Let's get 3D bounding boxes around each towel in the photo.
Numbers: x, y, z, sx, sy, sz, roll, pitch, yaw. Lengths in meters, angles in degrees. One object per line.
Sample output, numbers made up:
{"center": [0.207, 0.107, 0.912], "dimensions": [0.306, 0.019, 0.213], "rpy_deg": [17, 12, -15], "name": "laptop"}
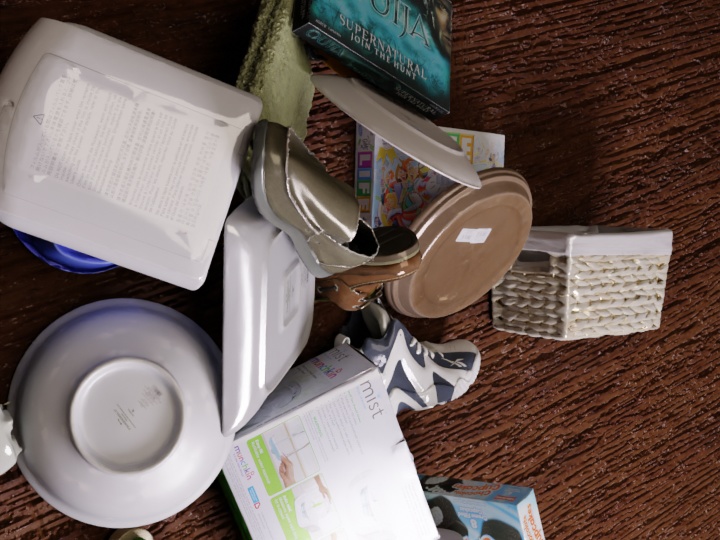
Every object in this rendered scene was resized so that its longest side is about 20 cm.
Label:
{"center": [-0.083, -0.150, 1.094], "dimensions": [0.149, 0.036, 0.202], "rpy_deg": [78, 20, -55], "name": "towel"}

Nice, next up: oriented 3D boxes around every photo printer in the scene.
{"center": [-0.194, -0.094, 0.927], "dimensions": [0.198, 0.069, 0.168], "rpy_deg": [19, 85, -18], "name": "photo printer"}

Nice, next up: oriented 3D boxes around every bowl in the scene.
{"center": [-0.198, 0.122, 0.998], "dimensions": [0.199, 0.090, 0.204], "rpy_deg": [1, 86, -13], "name": "bowl"}

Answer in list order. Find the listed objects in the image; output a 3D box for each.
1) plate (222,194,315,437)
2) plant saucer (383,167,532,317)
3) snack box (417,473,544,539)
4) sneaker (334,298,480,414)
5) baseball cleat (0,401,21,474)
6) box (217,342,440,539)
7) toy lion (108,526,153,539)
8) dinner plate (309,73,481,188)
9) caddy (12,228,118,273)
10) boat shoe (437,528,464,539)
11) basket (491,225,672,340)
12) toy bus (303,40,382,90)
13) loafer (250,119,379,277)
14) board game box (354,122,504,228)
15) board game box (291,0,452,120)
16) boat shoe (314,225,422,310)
{"center": [-0.075, 0.019, 1.058], "dimensions": [0.200, 0.032, 0.202], "rpy_deg": [-54, 149, -65], "name": "plate"}
{"center": [0.112, -0.022, 1.271], "dimensions": [0.199, 0.029, 0.201], "rpy_deg": [-28, 145, -22], "name": "plant saucer"}
{"center": [0.103, 0.278, 1.240], "dimensions": [0.037, 0.199, 0.117], "rpy_deg": [-30, 111, -45], "name": "snack box"}
{"center": [0.047, 0.079, 1.260], "dimensions": [0.198, 0.079, 0.131], "rpy_deg": [-18, 113, -28], "name": "sneaker"}
{"center": [-0.345, 0.085, 0.938], "dimensions": [0.106, 0.070, 0.202], "rpy_deg": [-26, 103, -25], "name": "baseball cleat"}
{"center": [-0.040, 0.203, 1.149], "dimensions": [0.175, 0.097, 0.202], "rpy_deg": [-26, 110, -15], "name": "box"}
{"center": [-0.204, 0.349, 1.082], "dimensions": [0.200, 0.068, 0.193], "rpy_deg": [-41, 125, -31], "name": "toy lion"}
{"center": [0.040, -0.143, 1.154], "dimensions": [0.199, 0.200, 0.024], "rpy_deg": [21, 110, -39], "name": "dinner plate"}
{"center": [-0.206, -0.078, 1.019], "dimensions": [0.198, 0.105, 0.143], "rpy_deg": [-20, 98, -20], "name": "caddy"}
{"center": [0.028, 0.341, 1.222], "dimensions": [0.198, 0.075, 0.093], "rpy_deg": [-21, 118, 7], "name": "boat shoe"}
{"center": [0.261, 0.011, 1.405], "dimensions": [0.199, 0.135, 0.125], "rpy_deg": [-4, 97, -40], "name": "basket"}
{"center": [0.004, -0.234, 1.218], "dimensions": [0.199, 0.065, 0.079], "rpy_deg": [32, 69, -37], "name": "toy bus"}
{"center": [-0.035, -0.061, 0.985], "dimensions": [0.200, 0.069, 0.076], "rpy_deg": [54, 34, -59], "name": "loafer"}
{"center": [0.078, -0.091, 1.308], "dimensions": [0.199, 0.034, 0.136], "rpy_deg": [0, 92, -40], "name": "board game box"}
{"center": [0.017, -0.249, 1.157], "dimensions": [0.199, 0.028, 0.137], "rpy_deg": [25, 59, -41], "name": "board game box"}
{"center": [0.000, 0.000, 1.138], "dimensions": [0.071, 0.199, 0.069], "rpy_deg": [-23, 104, -27], "name": "boat shoe"}
